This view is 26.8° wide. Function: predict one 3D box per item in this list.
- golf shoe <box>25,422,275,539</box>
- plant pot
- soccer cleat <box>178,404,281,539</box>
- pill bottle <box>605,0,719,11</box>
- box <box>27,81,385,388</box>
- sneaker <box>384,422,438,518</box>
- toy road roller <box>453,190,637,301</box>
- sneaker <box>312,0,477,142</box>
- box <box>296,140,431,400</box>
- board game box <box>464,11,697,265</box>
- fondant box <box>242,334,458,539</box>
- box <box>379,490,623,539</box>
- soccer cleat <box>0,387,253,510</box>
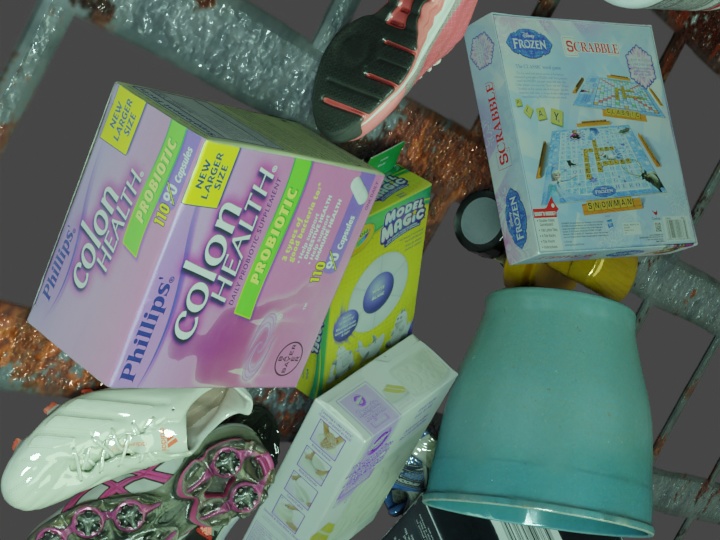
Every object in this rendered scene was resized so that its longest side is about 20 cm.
[{"bbox_3d":[-0.162,0.178,1.149,0.198,0.092,0.073,-23,109,-12],"label":"golf shoe"},{"bbox_3d":[0.163,0.120,1.301,0.200,0.198,0.191,29,67,-56],"label":"plant pot"},{"bbox_3d":[-0.133,0.197,1.227,0.068,0.073,0.202,40,64,-31],"label":"soccer cleat"},{"bbox_3d":[0.253,-0.280,1.295,0.199,0.110,0.112,-10,124,-49],"label":"pill bottle"},{"bbox_3d":[-0.103,-0.018,1.054,0.199,0.096,0.178,7,111,-53],"label":"box"},{"bbox_3d":[0.058,0.203,1.470,0.085,0.077,0.200,-37,146,-1],"label":"sneaker"},{"bbox_3d":[0.195,-0.059,1.360,0.122,0.145,0.202,24,97,-56],"label":"toy road roller"},{"bbox_3d":[0.043,-0.172,1.142,0.201,0.073,0.087,-56,148,-4],"label":"sneaker"},{"bbox_3d":[0.000,0.000,1.247,0.117,0.048,0.202,-28,134,-39],"label":"box"},{"bbox_3d":[0.187,-0.110,1.272,0.198,0.041,0.203,-3,79,-39],"label":"board game box"},{"bbox_3d":[-0.012,0.165,1.289,0.144,0.058,0.201,-30,153,-49],"label":"fondant box"},{"bbox_3d":[0.118,0.291,1.462,0.198,0.124,0.199,-8,151,-32],"label":"box"},{"bbox_3d":[-0.166,0.117,1.094,0.199,0.077,0.070,-31,138,-35],"label":"soccer cleat"}]
